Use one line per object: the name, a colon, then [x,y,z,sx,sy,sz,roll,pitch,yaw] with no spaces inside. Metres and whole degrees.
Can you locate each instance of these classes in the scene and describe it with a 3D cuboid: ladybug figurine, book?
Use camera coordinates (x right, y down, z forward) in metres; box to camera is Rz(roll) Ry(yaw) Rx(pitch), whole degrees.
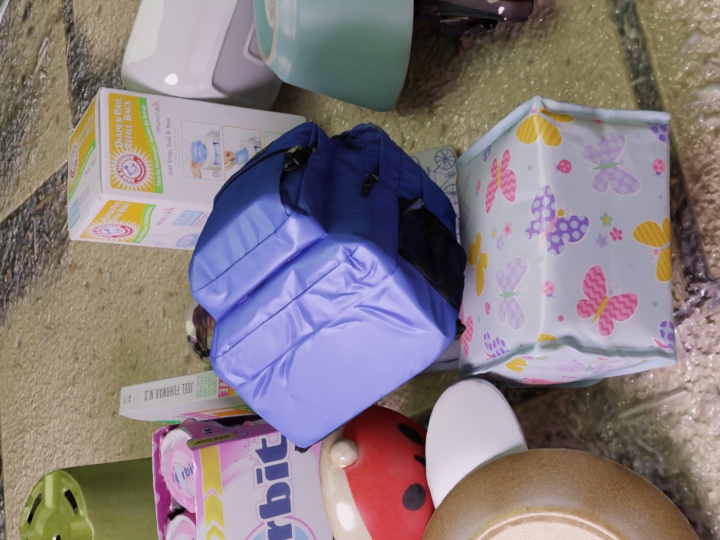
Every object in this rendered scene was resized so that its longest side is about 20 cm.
ladybug figurine: [0.029,0.166,0.871,0.071,0.200,0.137,-12,60,16]
book: [-0.100,0.109,1.051,0.199,0.133,0.049,-14,69,46]

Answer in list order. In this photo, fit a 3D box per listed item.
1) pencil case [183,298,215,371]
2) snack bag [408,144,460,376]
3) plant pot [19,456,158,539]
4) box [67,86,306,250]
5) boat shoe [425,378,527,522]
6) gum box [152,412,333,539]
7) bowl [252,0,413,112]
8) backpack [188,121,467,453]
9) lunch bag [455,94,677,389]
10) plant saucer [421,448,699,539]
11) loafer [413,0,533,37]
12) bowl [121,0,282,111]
pencil case: [-0.074,0.037,1.058,0.199,0.077,0.090,-19,58,46]
snack bag: [0.000,0.000,0.956,0.198,0.021,0.190,-11,66,-1]
plant pot: [-0.196,0.245,1.085,0.199,0.189,0.202,-13,72,44]
box: [-0.156,-0.084,1.092,0.112,0.198,0.102,-33,57,55]
boat shoe: [0.097,0.169,0.835,0.071,0.066,0.202,-18,93,13]
gum box: [-0.082,0.201,0.878,0.066,0.113,0.202,6,100,53]
bowl: [-0.031,-0.232,1.009,0.201,0.104,0.203,175,90,-76]
backpack: [-0.018,-0.016,0.827,0.162,0.168,0.201,-31,21,23]
lunch bag: [0.130,-0.009,0.831,0.200,0.126,0.171,145,128,-69]
plant saucer: [0.126,0.217,0.774,0.198,0.035,0.202,2,98,18]
loafer: [0.076,-0.220,0.993,0.200,0.071,0.064,35,125,53]
bowl: [-0.118,-0.227,1.117,0.074,0.200,0.201,23,94,21]
